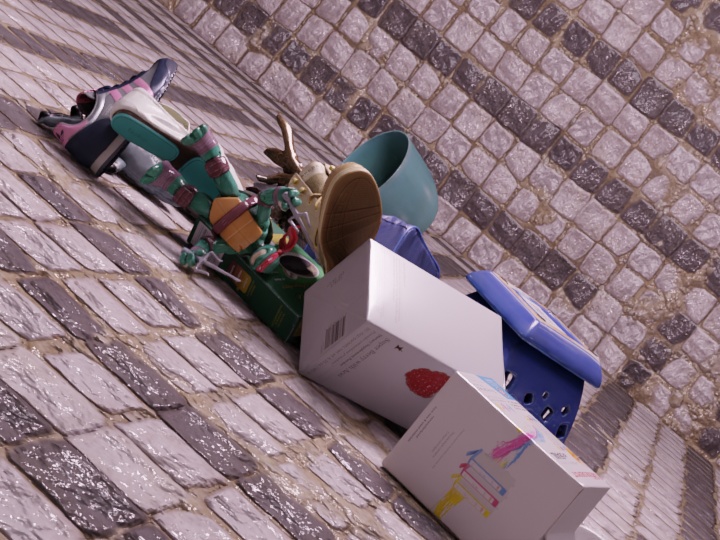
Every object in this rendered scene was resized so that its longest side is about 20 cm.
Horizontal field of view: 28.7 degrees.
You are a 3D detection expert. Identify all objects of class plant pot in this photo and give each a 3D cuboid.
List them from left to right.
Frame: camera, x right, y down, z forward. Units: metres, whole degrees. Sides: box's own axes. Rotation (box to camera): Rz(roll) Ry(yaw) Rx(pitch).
[{"bbox_3d":[0.059,-0.147,2.771,0.161,0.200,0.201,49,2,-29],"label":"plant pot"},{"bbox_3d":[0.197,0.128,1.909,0.200,0.180,0.200,31,11,-35],"label":"plant pot"}]

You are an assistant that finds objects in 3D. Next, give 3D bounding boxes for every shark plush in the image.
[{"bbox_3d":[-0.292,-0.150,1.703,0.200,0.091,0.084,38,37,-41],"label":"shark plush"}]

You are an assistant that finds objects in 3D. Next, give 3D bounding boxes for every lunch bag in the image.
[{"bbox_3d":[0.000,0.000,1.766,0.132,0.136,0.200,24,-18,26],"label":"lunch bag"}]

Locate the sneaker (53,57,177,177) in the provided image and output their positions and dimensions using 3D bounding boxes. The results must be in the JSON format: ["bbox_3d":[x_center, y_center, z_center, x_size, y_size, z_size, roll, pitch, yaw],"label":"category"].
[{"bbox_3d":[-0.287,-0.202,1.666,0.082,0.070,0.200,36,47,-9],"label":"sneaker"}]

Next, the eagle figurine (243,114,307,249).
[{"bbox_3d":[-0.079,-0.082,1.836,0.150,0.152,0.200,14,-24,3],"label":"eagle figurine"}]

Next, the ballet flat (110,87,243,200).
[{"bbox_3d":[-0.200,-0.141,1.631,0.200,0.069,0.069,40,7,-22],"label":"ballet flat"}]

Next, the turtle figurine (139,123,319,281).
[{"bbox_3d":[-0.145,-0.057,1.569,0.200,0.150,0.101,49,-5,2],"label":"turtle figurine"}]

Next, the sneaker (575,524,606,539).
[{"bbox_3d":[0.302,0.357,1.544,0.200,0.075,0.089,42,-3,31],"label":"sneaker"}]

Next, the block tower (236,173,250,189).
[{"bbox_3d":[-0.205,-0.125,1.963,0.200,0.054,0.058,44,9,31],"label":"block tower"}]

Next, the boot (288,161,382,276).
[{"bbox_3d":[-0.033,-0.078,1.585,0.201,0.072,0.156,88,-18,-48],"label":"boot"}]

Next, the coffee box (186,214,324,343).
[{"bbox_3d":[-0.101,0.006,1.648,0.200,0.044,0.123,42,27,29],"label":"coffee box"}]

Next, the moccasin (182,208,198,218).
[{"bbox_3d":[-0.212,-0.121,1.819,0.201,0.078,0.074,45,8,28],"label":"moccasin"}]

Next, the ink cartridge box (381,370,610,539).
[{"bbox_3d":[0.148,0.216,1.419,0.200,0.125,0.128,41,9,22],"label":"ink cartridge box"}]

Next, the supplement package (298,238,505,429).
[{"bbox_3d":[0.048,0.081,1.546,0.199,0.121,0.120,29,41,-27],"label":"supplement package"}]
